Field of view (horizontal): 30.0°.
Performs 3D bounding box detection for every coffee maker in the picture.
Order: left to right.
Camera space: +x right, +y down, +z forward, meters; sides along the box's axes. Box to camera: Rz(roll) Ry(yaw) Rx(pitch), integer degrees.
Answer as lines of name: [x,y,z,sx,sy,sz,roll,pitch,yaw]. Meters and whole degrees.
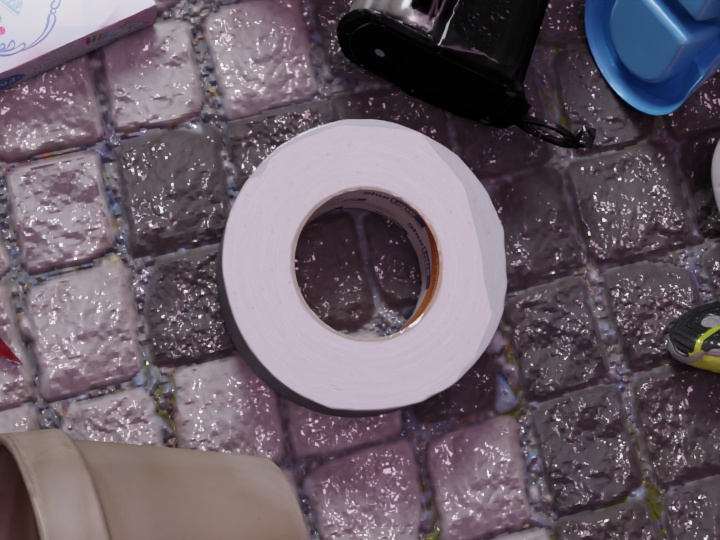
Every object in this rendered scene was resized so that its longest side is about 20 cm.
coffee maker: [0.101,-0.217,0.966,0.191,0.134,0.202,29,78,-28]

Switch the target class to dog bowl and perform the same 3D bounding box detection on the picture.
dog bowl: [0.225,-0.197,0.939,0.049,0.201,0.112,-27,69,-23]

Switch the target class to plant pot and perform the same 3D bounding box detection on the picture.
plant pot: [-0.129,0.190,0.836,0.172,0.200,0.202,-6,82,-26]

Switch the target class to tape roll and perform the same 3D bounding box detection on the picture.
tape roll: [0.000,0.000,0.936,0.198,0.066,0.203,1,81,-8]

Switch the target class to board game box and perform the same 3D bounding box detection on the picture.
board game box: [-0.273,-0.227,0.935,0.198,0.043,0.202,-26,86,-11]

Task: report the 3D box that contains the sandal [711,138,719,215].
sandal: [0.323,-0.024,1.004,0.082,0.050,0.203,-37,102,2]

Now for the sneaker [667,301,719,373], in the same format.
sneaker: [0.322,0.070,0.973,0.198,0.076,0.077,5,121,7]

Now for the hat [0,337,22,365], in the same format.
hat: [-0.308,-0.070,0.896,0.175,0.165,0.202,8,109,-37]
